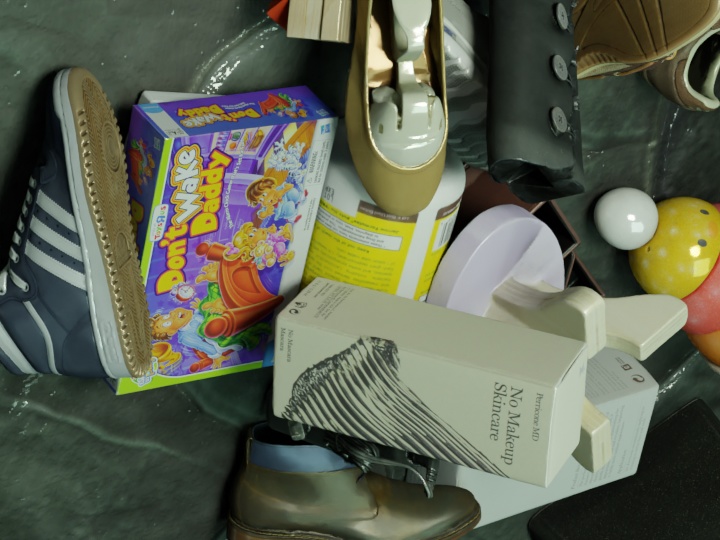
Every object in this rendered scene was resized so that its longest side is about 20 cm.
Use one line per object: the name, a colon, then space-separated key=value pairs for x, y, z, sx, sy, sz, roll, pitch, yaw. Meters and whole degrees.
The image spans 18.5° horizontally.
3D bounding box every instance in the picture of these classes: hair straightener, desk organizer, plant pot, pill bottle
hair straightener: x=-0.015 y=0.124 z=1.580 sx=0.077 sy=0.200 sz=0.041 roll=-4 pitch=109 yaw=-33
desk organizer: x=0.133 y=-0.005 z=1.684 sx=0.072 sy=0.077 sz=0.200 roll=-43 pitch=139 yaw=-2
plant pot: x=0.295 y=0.274 z=1.971 sx=0.199 sy=0.177 sz=0.200 roll=-34 pitch=137 yaw=-13
pill bottle: x=0.000 y=0.000 z=1.553 sx=0.109 sy=0.109 sz=0.201 roll=-9 pitch=128 yaw=-34

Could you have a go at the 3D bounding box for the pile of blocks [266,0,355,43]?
pile of blocks: x=-0.035 y=-0.234 z=1.385 sx=0.062 sy=0.082 sz=0.201 roll=6 pitch=118 yaw=8

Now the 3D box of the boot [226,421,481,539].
boot: x=-0.002 y=0.162 z=1.686 sx=0.199 sy=0.075 sz=0.097 roll=-3 pitch=119 yaw=-12

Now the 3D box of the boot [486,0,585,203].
boot: x=0.093 y=-0.158 z=1.450 sx=0.165 sy=0.065 sz=0.201 roll=19 pitch=71 yaw=-46

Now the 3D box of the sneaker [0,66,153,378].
sneaker: x=-0.201 y=-0.025 z=1.398 sx=0.070 sy=0.108 sz=0.201 roll=-46 pitch=129 yaw=-69

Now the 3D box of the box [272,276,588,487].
box: x=0.045 y=0.072 z=1.459 sx=0.068 sy=0.199 sz=0.083 roll=-44 pitch=141 yaw=-56

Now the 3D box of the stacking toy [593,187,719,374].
stacking toy: x=0.264 y=-0.009 z=1.773 sx=0.199 sy=0.146 sz=0.146 roll=24 pitch=106 yaw=-31

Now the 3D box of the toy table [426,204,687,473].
toy table: x=0.128 y=0.055 z=1.562 sx=0.184 sy=0.117 sz=0.200 roll=-45 pitch=147 yaw=-12

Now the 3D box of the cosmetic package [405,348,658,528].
cosmetic package: x=0.140 y=0.136 z=1.810 sx=0.199 sy=0.074 sz=0.102 roll=-13 pitch=130 yaw=-29

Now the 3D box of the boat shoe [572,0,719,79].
boat shoe: x=0.187 y=-0.171 z=1.540 sx=0.072 sy=0.072 sz=0.200 roll=-12 pitch=172 yaw=-42

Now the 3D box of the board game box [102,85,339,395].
board game box: x=-0.100 y=-0.020 z=1.477 sx=0.134 sy=0.045 sz=0.201 roll=-10 pitch=128 yaw=-34

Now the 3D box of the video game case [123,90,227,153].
video game case: x=-0.116 y=-0.028 z=1.505 sx=0.143 sy=0.018 sz=0.201 roll=0 pitch=122 yaw=-40

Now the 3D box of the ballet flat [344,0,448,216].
ballet flat: x=0.025 y=-0.129 z=1.412 sx=0.068 sy=0.063 sz=0.201 roll=-7 pitch=103 yaw=-11

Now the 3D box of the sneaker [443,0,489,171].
sneaker: x=0.085 y=-0.137 z=1.533 sx=0.200 sy=0.074 sz=0.082 roll=48 pitch=45 yaw=-49

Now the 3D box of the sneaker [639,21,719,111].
sneaker: x=0.276 y=-0.212 z=1.634 sx=0.070 sy=0.076 sz=0.201 roll=-2 pitch=124 yaw=-38
